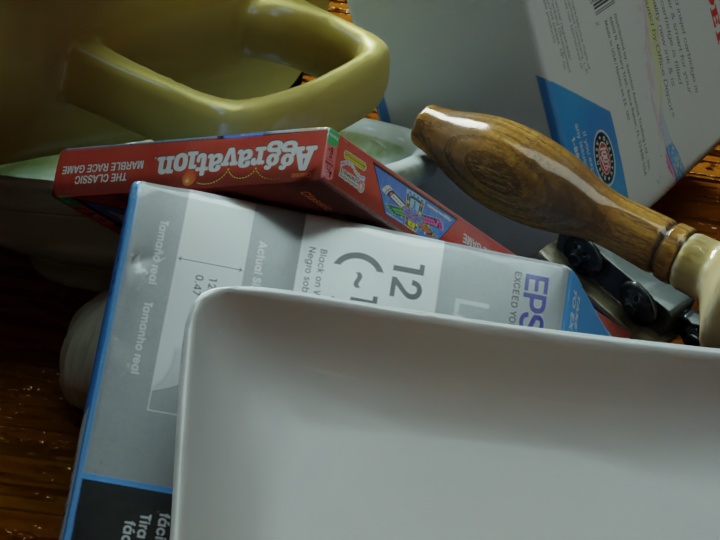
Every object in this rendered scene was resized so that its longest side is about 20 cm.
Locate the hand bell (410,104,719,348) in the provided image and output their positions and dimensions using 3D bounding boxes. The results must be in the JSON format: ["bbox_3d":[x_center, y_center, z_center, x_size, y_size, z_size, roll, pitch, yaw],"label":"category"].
[{"bbox_3d":[0.102,-0.010,0.832,0.200,0.104,0.104,28,32,23],"label":"hand bell"}]

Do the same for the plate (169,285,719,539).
[{"bbox_3d":[0.040,0.113,0.661,0.199,0.032,0.200,7,71,-9],"label":"plate"}]

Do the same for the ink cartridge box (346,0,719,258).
[{"bbox_3d":[0.085,-0.100,1.027,0.085,0.145,0.200,-6,17,32],"label":"ink cartridge box"}]

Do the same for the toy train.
[{"bbox_3d":[0.138,0.047,0.869,0.034,0.046,0.200,-33,67,-33],"label":"toy train"}]

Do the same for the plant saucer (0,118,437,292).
[{"bbox_3d":[-0.071,-0.025,0.906,0.200,0.050,0.200,1,12,0],"label":"plant saucer"}]

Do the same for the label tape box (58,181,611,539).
[{"bbox_3d":[0.015,0.065,0.722,0.200,0.066,0.143,10,71,-3],"label":"label tape box"}]

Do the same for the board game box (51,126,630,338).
[{"bbox_3d":[0.000,0.000,0.802,0.103,0.019,0.200,-4,-21,33],"label":"board game box"}]

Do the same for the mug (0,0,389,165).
[{"bbox_3d":[-0.100,-0.106,0.832,0.186,0.150,0.153,-6,13,39],"label":"mug"}]

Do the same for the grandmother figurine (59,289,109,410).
[{"bbox_3d":[-0.015,0.056,0.817,0.200,0.061,0.121,21,2,19],"label":"grandmother figurine"}]

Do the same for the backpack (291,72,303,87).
[{"bbox_3d":[-0.123,-0.160,1.069,0.200,0.163,0.154,1,22,-8],"label":"backpack"}]
